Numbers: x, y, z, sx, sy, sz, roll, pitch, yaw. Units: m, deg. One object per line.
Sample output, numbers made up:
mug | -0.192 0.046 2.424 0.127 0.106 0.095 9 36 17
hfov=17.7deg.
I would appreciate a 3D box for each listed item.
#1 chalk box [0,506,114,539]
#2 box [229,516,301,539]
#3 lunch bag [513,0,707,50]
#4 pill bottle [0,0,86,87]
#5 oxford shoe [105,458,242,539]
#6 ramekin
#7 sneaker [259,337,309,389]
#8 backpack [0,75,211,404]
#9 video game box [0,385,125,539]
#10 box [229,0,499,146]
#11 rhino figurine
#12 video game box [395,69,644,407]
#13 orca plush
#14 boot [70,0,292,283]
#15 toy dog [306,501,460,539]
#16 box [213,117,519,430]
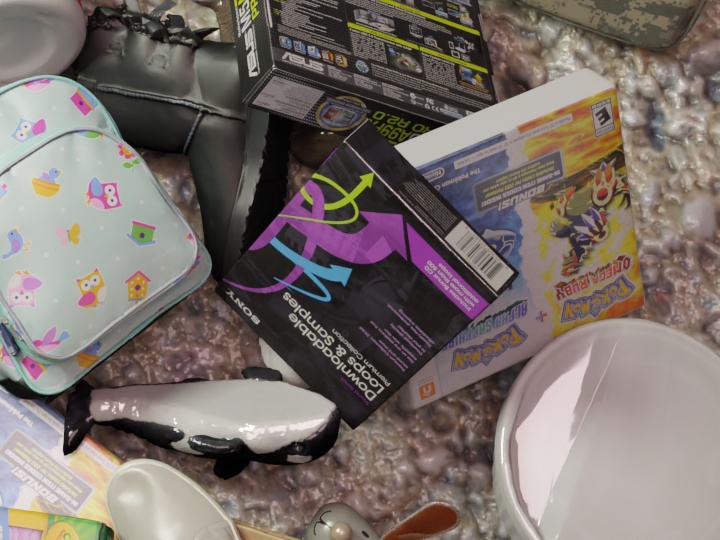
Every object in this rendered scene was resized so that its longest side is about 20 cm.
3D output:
chalk box | -0.230 0.222 1.548 0.199 0.125 0.125 9 80 -4
box | -0.090 0.277 1.607 0.162 0.021 0.201 16 92 9
lunch bag | 0.176 -0.284 1.711 0.199 0.140 0.168 17 53 -2
pill bottle | -0.273 -0.238 1.662 0.119 0.120 0.201 -13 62 -6
oxford shoe | -0.108 0.214 1.571 0.075 0.058 0.201 -34 83 11
ramekin | 0.184 0.141 1.638 0.201 0.094 0.204 3 74 -11
sneaker | 0.000 0.000 1.659 0.080 0.076 0.201 21 78 39
backpack | -0.219 -0.031 1.594 0.175 0.153 0.200 -37 91 -18
video game box | -0.262 0.178 1.638 0.200 0.047 0.183 36 81 3
box | 0.003 -0.164 1.644 0.199 0.044 0.161 15 47 -30
rhino figurine | -0.057 -0.163 1.701 0.087 0.060 0.200 -39 82 27
video game box | 0.098 -0.022 1.626 0.199 0.047 0.183 -23 124 -18
orca plush | -0.109 0.123 1.618 0.199 0.105 0.072 -5 117 3
boot | -0.135 -0.094 1.678 0.161 0.073 0.200 14 108 16
toy dog | 0.056 0.232 1.623 0.199 0.096 0.133 10 79 -2
box | -0.001 0.008 1.551 0.143 0.200 0.036 45 48 1
